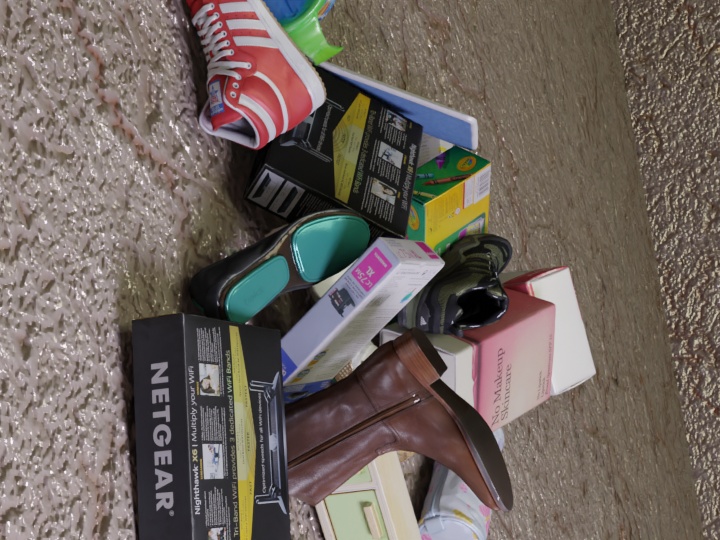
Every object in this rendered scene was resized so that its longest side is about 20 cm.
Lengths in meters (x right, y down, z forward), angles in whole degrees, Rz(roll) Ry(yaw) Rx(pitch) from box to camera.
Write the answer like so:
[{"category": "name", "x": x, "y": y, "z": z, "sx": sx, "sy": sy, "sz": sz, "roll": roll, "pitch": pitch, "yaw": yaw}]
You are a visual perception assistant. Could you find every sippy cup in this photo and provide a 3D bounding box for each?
[{"category": "sippy cup", "x": -0.081, "y": -0.306, "z": 1.277, "sx": 0.130, "sy": 0.139, "sz": 0.178, "roll": -25, "pitch": 120, "yaw": -78}]

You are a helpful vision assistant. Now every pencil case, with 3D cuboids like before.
[{"category": "pencil case", "x": 0.120, "y": 0.255, "z": 1.472, "sx": 0.200, "sy": 0.083, "sz": 0.091, "roll": -72, "pitch": 148, "yaw": -51}]

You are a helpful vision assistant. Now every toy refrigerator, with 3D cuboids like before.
[{"category": "toy refrigerator", "x": -0.001, "y": 0.219, "z": 1.202, "sx": 0.070, "sy": 0.076, "sz": 0.200, "roll": -53, "pitch": 131, "yaw": -64}]

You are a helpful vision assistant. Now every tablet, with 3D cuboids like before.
[{"category": "tablet", "x": 0.037, "y": -0.187, "z": 1.375, "sx": 0.130, "sy": 0.200, "sz": 0.014, "roll": 55, "pitch": 57, "yaw": -79}]

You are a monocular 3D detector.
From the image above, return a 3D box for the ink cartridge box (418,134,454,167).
[{"category": "ink cartridge box", "x": 0.102, "y": -0.142, "z": 1.670, "sx": 0.115, "sy": 0.068, "sz": 0.200, "roll": 31, "pitch": 50, "yaw": -60}]

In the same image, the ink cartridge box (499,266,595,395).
[{"category": "ink cartridge box", "x": 0.185, "y": 0.079, "z": 1.558, "sx": 0.085, "sy": 0.200, "sz": 0.146, "roll": -20, "pitch": 97, "yaw": -37}]

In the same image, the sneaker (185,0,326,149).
[{"category": "sneaker", "x": -0.132, "y": -0.206, "z": 1.160, "sx": 0.200, "sy": 0.071, "sz": 0.112, "roll": 48, "pitch": 60, "yaw": -6}]

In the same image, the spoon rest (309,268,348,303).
[{"category": "spoon rest", "x": 0.000, "y": 0.000, "z": 1.328, "sx": 0.200, "sy": 0.099, "sz": 0.061, "roll": -76, "pitch": -178, "yaw": -64}]

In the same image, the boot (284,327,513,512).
[{"category": "boot", "x": 0.015, "y": 0.174, "z": 1.104, "sx": 0.187, "sy": 0.200, "sz": 0.064, "roll": 59, "pitch": 18, "yaw": 10}]

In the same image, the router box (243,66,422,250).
[{"category": "router box", "x": -0.023, "y": -0.113, "z": 1.264, "sx": 0.157, "sy": 0.052, "sz": 0.200, "roll": 28, "pitch": 39, "yaw": -13}]

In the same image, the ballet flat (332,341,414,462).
[{"category": "ballet flat", "x": 0.012, "y": 0.122, "z": 1.318, "sx": 0.200, "sy": 0.065, "sz": 0.071, "roll": 66, "pitch": 28, "yaw": -22}]

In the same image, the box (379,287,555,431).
[{"category": "box", "x": 0.123, "y": 0.108, "z": 1.406, "sx": 0.200, "sy": 0.109, "sz": 0.128, "roll": -22, "pitch": 120, "yaw": -45}]

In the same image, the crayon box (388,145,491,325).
[{"category": "crayon box", "x": 0.090, "y": -0.029, "z": 1.431, "sx": 0.119, "sy": 0.058, "sz": 0.200, "roll": -33, "pitch": 137, "yaw": -36}]

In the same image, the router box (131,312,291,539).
[{"category": "router box", "x": -0.119, "y": 0.142, "z": 1.006, "sx": 0.157, "sy": 0.052, "sz": 0.201, "roll": 19, "pitch": 65, "yaw": -63}]

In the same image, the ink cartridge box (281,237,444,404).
[{"category": "ink cartridge box", "x": -0.016, "y": 0.050, "z": 1.178, "sx": 0.042, "sy": 0.200, "sz": 0.119, "roll": 47, "pitch": 16, "yaw": 17}]

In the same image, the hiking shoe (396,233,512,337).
[{"category": "hiking shoe", "x": 0.127, "y": 0.025, "z": 1.366, "sx": 0.200, "sy": 0.101, "sz": 0.076, "roll": -35, "pitch": 139, "yaw": -44}]

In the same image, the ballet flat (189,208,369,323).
[{"category": "ballet flat", "x": -0.078, "y": -0.010, "z": 1.125, "sx": 0.200, "sy": 0.073, "sz": 0.073, "roll": -32, "pitch": 108, "yaw": -40}]
